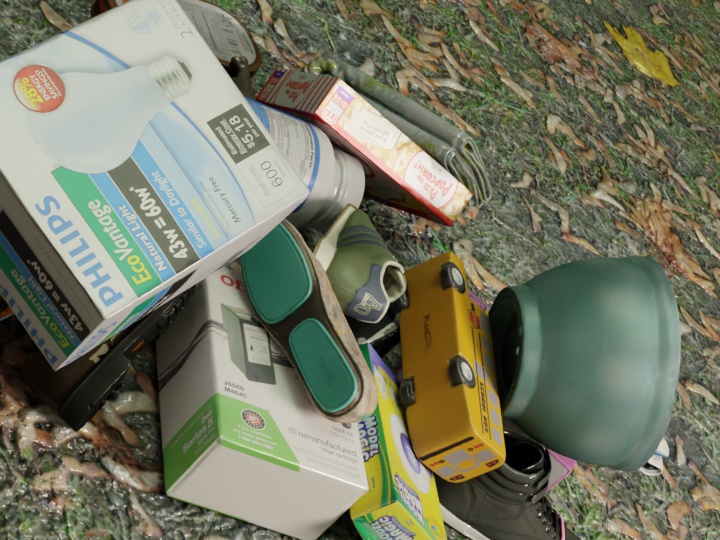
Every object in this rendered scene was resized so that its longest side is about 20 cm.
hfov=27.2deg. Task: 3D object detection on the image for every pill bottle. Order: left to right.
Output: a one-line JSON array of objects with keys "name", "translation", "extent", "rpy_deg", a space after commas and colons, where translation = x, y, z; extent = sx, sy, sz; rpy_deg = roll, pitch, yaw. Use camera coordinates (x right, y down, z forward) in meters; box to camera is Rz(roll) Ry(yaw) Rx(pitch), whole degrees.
[{"name": "pill bottle", "translation": [-0.096, -0.102, 1.439], "extent": [0.200, 0.112, 0.112], "rpy_deg": [20, 38, -40]}]

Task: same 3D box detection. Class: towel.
[{"name": "towel", "translation": [0.046, -0.149, 1.608], "extent": [0.200, 0.048, 0.171], "rpy_deg": [32, -7, 21]}]

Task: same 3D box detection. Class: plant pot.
[{"name": "plant pot", "translation": [0.190, 0.079, 1.371], "extent": [0.134, 0.201, 0.201], "rpy_deg": [7, 42, -13]}]

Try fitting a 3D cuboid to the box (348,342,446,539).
[{"name": "box", "translation": [0.025, 0.172, 1.273], "extent": [0.117, 0.048, 0.200], "rpy_deg": [53, 20, -44]}]

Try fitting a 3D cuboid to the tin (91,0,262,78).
[{"name": "tin", "translation": [-0.191, -0.252, 1.585], "extent": [0.200, 0.042, 0.112], "rpy_deg": [11, 40, -42]}]

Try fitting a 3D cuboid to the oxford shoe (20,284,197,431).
[{"name": "oxford shoe", "translation": [-0.189, 0.027, 1.172], "extent": [0.084, 0.073, 0.200], "rpy_deg": [38, 54, 3]}]

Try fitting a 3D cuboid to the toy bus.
[{"name": "toy bus", "translation": [0.080, 0.083, 1.343], "extent": [0.078, 0.065, 0.200], "rpy_deg": [40, 34, -39]}]

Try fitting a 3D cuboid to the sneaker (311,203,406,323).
[{"name": "sneaker", "translation": [0.000, 0.000, 1.368], "extent": [0.090, 0.067, 0.200], "rpy_deg": [30, 17, 0]}]

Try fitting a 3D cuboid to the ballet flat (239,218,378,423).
[{"name": "ballet flat", "translation": [-0.042, 0.043, 1.228], "extent": [0.067, 0.068, 0.200], "rpy_deg": [30, 32, -59]}]

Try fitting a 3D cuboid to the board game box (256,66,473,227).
[{"name": "board game box", "translation": [0.003, -0.130, 1.545], "extent": [0.200, 0.046, 0.151], "rpy_deg": [38, -7, -28]}]

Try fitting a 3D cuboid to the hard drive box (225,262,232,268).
[{"name": "hard drive box", "translation": [-0.174, -0.094, 1.302], "extent": [0.077, 0.156, 0.200], "rpy_deg": [-13, 62, -54]}]

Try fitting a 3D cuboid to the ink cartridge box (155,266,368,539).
[{"name": "ink cartridge box", "translation": [-0.086, 0.104, 1.232], "extent": [0.145, 0.084, 0.200], "rpy_deg": [23, 36, -30]}]

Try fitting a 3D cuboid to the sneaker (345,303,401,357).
[{"name": "sneaker", "translation": [-0.003, 0.044, 1.423], "extent": [0.088, 0.076, 0.200], "rpy_deg": [42, 21, 6]}]

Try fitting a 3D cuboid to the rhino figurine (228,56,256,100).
[{"name": "rhino figurine", "translation": [-0.187, -0.187, 1.490], "extent": [0.200, 0.060, 0.088], "rpy_deg": [8, 48, -41]}]

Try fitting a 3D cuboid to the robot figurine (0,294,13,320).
[{"name": "robot figurine", "translation": [-0.271, -0.040, 1.150], "extent": [0.145, 0.058, 0.200], "rpy_deg": [50, 55, -12]}]

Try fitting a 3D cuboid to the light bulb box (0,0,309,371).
[{"name": "light bulb box", "translation": [-0.184, -0.069, 1.092], "extent": [0.200, 0.125, 0.198], "rpy_deg": [-35, 88, -34]}]

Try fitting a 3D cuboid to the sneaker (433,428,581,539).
[{"name": "sneaker", "translation": [0.159, 0.216, 1.366], "extent": [0.200, 0.099, 0.071], "rpy_deg": [32, 31, -21]}]

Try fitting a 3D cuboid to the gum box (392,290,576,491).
[{"name": "gum box", "translation": [0.131, 0.118, 1.477], "extent": [0.200, 0.066, 0.114], "rpy_deg": [43, 34, -2]}]

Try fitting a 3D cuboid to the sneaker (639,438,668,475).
[{"name": "sneaker", "translation": [0.297, 0.158, 1.624], "extent": [0.200, 0.081, 0.147], "rpy_deg": [3, 58, -52]}]
